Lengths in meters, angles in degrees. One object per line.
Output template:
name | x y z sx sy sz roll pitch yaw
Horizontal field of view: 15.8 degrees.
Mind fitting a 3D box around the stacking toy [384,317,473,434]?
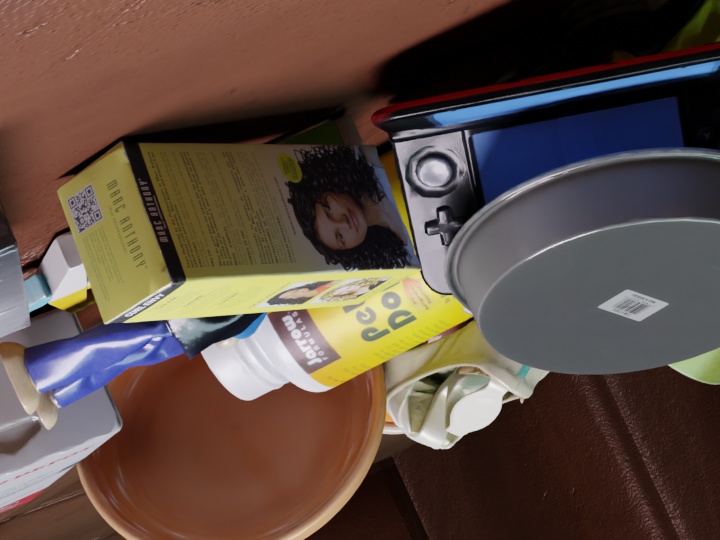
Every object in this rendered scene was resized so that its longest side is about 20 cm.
stacking toy | 0.037 0.003 1.652 0.145 0.147 0.200 -21 160 -29

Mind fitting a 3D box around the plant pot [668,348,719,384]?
plant pot | 0.297 -0.047 2.028 0.200 0.188 0.187 -46 163 28

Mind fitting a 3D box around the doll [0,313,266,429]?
doll | -0.098 0.023 1.433 0.199 0.049 0.137 -25 163 0

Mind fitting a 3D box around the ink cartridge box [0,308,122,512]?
ink cartridge box | -0.246 0.105 1.553 0.144 0.084 0.200 -21 173 -28

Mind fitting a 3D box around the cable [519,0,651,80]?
cable | 0.114 -0.119 1.425 0.096 0.051 0.200 -8 161 3

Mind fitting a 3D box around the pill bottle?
pill bottle | 0.000 0.000 1.527 0.199 0.110 0.109 -28 172 18

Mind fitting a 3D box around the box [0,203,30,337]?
box | -0.229 0.019 1.149 0.157 0.049 0.200 -23 173 -10

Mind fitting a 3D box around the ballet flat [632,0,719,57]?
ballet flat | 0.206 -0.124 1.503 0.066 0.067 0.200 -25 173 -20

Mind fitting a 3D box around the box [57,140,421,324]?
box | -0.055 -0.020 1.262 0.050 0.076 0.199 -30 166 34

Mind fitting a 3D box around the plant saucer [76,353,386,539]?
plant saucer | -0.078 0.093 1.595 0.199 0.201 0.038 -25 147 0

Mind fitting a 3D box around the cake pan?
cake pan | 0.145 0.001 1.391 0.199 0.037 0.201 -6 152 -3

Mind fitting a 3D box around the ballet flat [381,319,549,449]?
ballet flat | 0.054 0.073 1.557 0.069 0.070 0.200 -21 173 -29

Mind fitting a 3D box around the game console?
game console | 0.116 -0.050 1.348 0.198 0.173 0.119 -10 -150 6

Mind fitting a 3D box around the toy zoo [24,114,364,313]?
toy zoo | -0.097 -0.023 1.392 0.199 0.021 0.131 -24 173 -9
